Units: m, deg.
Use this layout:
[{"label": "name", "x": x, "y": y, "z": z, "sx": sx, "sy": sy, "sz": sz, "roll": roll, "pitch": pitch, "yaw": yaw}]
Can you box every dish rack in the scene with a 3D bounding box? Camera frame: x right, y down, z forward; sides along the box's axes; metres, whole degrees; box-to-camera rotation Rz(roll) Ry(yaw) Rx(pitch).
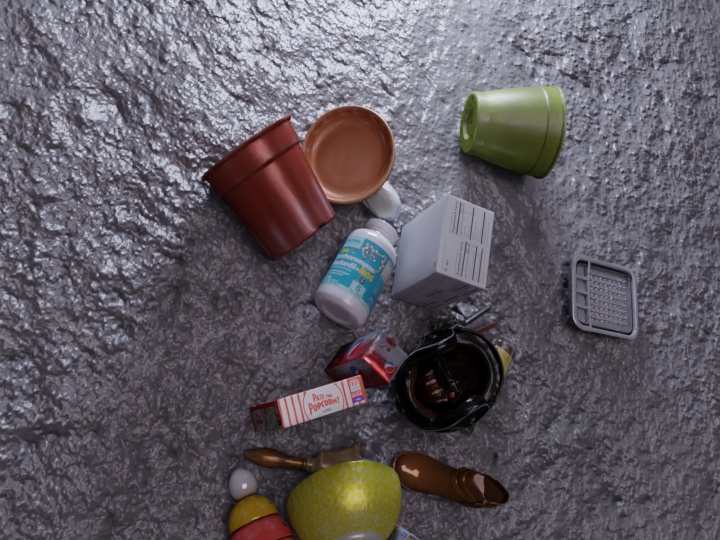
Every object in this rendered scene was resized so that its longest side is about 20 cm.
[{"label": "dish rack", "x": 0.559, "y": 0.067, "z": 1.512, "sx": 0.194, "sy": 0.043, "sz": 0.177, "roll": 12, "pitch": 71, "yaw": -20}]

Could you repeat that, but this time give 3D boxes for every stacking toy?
[{"label": "stacking toy", "x": -0.172, "y": 0.425, "z": 1.068, "sx": 0.142, "sy": 0.147, "sz": 0.204, "roll": -14, "pitch": 67, "yaw": -25}]

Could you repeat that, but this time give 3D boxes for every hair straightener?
[{"label": "hair straightener", "x": 0.194, "y": 0.112, "z": 1.350, "sx": 0.195, "sy": 0.041, "sz": 0.079, "roll": -21, "pitch": 85, "yaw": -22}]

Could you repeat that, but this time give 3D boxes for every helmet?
[{"label": "helmet", "x": 0.167, "y": 0.205, "z": 1.221, "sx": 0.189, "sy": 0.196, "sz": 0.206, "roll": -6, "pitch": 75, "yaw": -61}]

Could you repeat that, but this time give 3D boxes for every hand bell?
[{"label": "hand bell", "x": -0.106, "y": 0.338, "z": 1.142, "sx": 0.194, "sy": 0.104, "sz": 0.107, "roll": 13, "pitch": 71, "yaw": -6}]

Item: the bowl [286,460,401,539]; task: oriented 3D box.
[{"label": "bowl", "x": -0.017, "y": 0.414, "z": 1.054, "sx": 0.194, "sy": 0.203, "sz": 0.109, "roll": 5, "pitch": 40, "yaw": -22}]

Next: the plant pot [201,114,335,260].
[{"label": "plant pot", "x": -0.155, "y": -0.141, "z": 1.185, "sx": 0.200, "sy": 0.199, "sz": 0.198, "roll": -38, "pitch": 101, "yaw": -26}]

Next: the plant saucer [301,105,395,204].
[{"label": "plant saucer", "x": -0.024, "y": -0.227, "z": 1.295, "sx": 0.193, "sy": 0.037, "sz": 0.207, "roll": -3, "pitch": 78, "yaw": 12}]

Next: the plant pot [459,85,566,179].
[{"label": "plant pot", "x": 0.326, "y": -0.319, "z": 1.445, "sx": 0.186, "sy": 0.201, "sz": 0.207, "roll": 6, "pitch": 73, "yaw": -9}]

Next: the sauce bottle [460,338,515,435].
[{"label": "sauce bottle", "x": 0.249, "y": 0.237, "z": 1.322, "sx": 0.064, "sy": 0.065, "sz": 0.202, "roll": 38, "pitch": 66, "yaw": -9}]

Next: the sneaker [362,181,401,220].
[{"label": "sneaker", "x": 0.011, "y": -0.184, "z": 1.337, "sx": 0.071, "sy": 0.072, "sz": 0.202, "roll": -37, "pitch": 80, "yaw": 3}]

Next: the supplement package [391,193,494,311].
[{"label": "supplement package", "x": 0.157, "y": -0.029, "z": 1.275, "sx": 0.108, "sy": 0.199, "sz": 0.160, "roll": 17, "pitch": 69, "yaw": -18}]

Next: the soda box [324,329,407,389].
[{"label": "soda box", "x": 0.005, "y": 0.165, "z": 1.157, "sx": 0.070, "sy": 0.200, "sz": 0.064, "roll": 42, "pitch": 65, "yaw": -6}]

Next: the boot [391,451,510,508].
[{"label": "boot", "x": 0.166, "y": 0.383, "z": 1.195, "sx": 0.195, "sy": 0.154, "sz": 0.076, "roll": 22, "pitch": 69, "yaw": -16}]

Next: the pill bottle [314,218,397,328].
[{"label": "pill bottle", "x": 0.000, "y": 0.000, "z": 1.249, "sx": 0.109, "sy": 0.110, "sz": 0.203, "roll": 34, "pitch": 65, "yaw": -11}]

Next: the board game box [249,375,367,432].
[{"label": "board game box", "x": -0.093, "y": 0.229, "z": 1.099, "sx": 0.147, "sy": 0.199, "sz": 0.048, "roll": -12, "pitch": 80, "yaw": -26}]

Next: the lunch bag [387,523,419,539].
[{"label": "lunch bag", "x": 0.093, "y": 0.537, "z": 1.115, "sx": 0.127, "sy": 0.169, "sz": 0.201, "roll": -42, "pitch": 94, "yaw": -19}]
